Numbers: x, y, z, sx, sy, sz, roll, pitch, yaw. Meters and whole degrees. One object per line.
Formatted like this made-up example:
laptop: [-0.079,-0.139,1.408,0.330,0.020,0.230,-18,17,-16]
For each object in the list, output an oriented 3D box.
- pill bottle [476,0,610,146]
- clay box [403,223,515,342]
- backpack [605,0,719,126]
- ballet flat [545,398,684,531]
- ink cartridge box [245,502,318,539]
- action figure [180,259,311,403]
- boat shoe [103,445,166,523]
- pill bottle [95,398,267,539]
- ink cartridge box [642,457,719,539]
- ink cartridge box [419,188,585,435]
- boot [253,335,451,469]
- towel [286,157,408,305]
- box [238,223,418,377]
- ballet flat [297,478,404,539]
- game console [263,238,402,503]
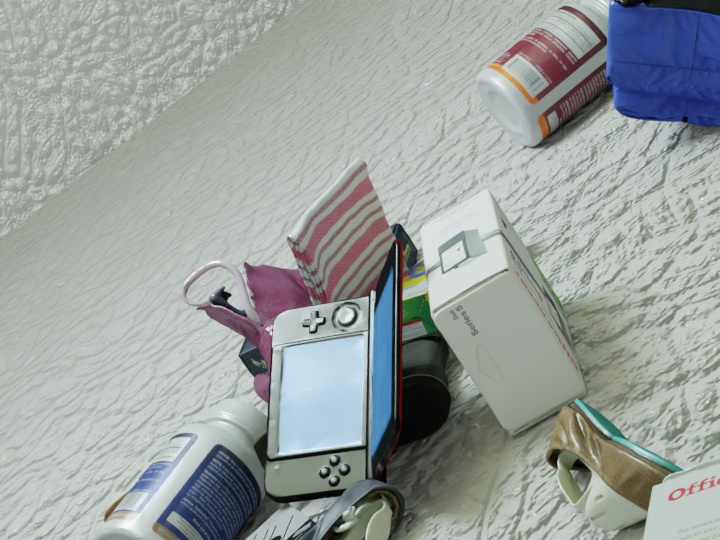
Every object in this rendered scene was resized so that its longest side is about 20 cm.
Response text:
pill bottle: [0.250,-0.255,2.013,0.200,0.114,0.114,-39,19,-9]
clay box: [0.086,0.016,1.725,0.115,0.048,0.200,-18,11,41]
backpack: [0.363,-0.242,1.728,0.199,0.168,0.163,4,35,11]
ballet flat: [0.190,0.157,1.259,0.072,0.068,0.200,-57,20,1]
ink cartridge box: [-0.112,0.297,1.460,0.200,0.044,0.094,-41,18,-13]
action figure: [-0.081,0.071,1.773,0.134,0.149,0.200,-41,50,12]
boat shoe: [-0.191,0.209,1.755,0.200,0.071,0.069,-33,21,13]
pill bottle: [-0.162,0.223,1.614,0.111,0.111,0.200,-15,28,45]
ink cartridge box: [0.250,0.201,1.011,0.145,0.084,0.200,-24,23,30]
ink cartridge box: [0.128,0.034,1.507,0.084,0.146,0.200,-30,20,11]
boot: [0.000,0.134,1.622,0.199,0.078,0.138,-17,20,14]
towel: [0.000,0.000,1.729,0.030,0.201,0.146,1,38,35]
box: [-0.036,0.037,1.921,0.199,0.051,0.158,-26,23,26]
ballet flat: [-0.026,0.251,1.391,0.073,0.073,0.200,-11,29,50]
game console: [-0.025,0.093,1.498,0.172,0.119,0.201,-10,58,19]
